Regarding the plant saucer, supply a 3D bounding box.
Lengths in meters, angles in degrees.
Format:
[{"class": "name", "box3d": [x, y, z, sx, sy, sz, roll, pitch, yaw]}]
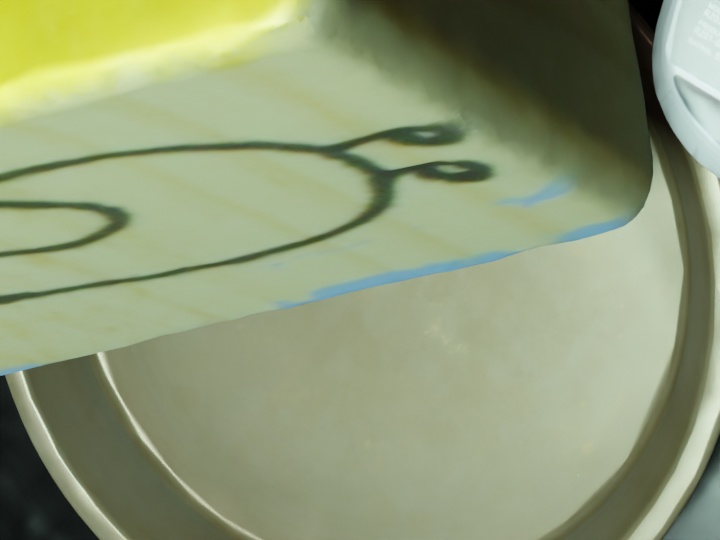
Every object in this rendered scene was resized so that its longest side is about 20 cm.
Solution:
[{"class": "plant saucer", "box3d": [0.000, 0.000, 0.718, 0.199, 0.029, 0.201, 4, 101, 21]}]

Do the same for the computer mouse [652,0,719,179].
[{"class": "computer mouse", "box3d": [0.132, -0.108, 0.641, 0.109, 0.044, 0.201, 33, 105, 7]}]

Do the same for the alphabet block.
[{"class": "alphabet block", "box3d": [-0.066, -0.098, 0.603, 0.194, 0.200, 0.198, -15, 76, 21]}]
